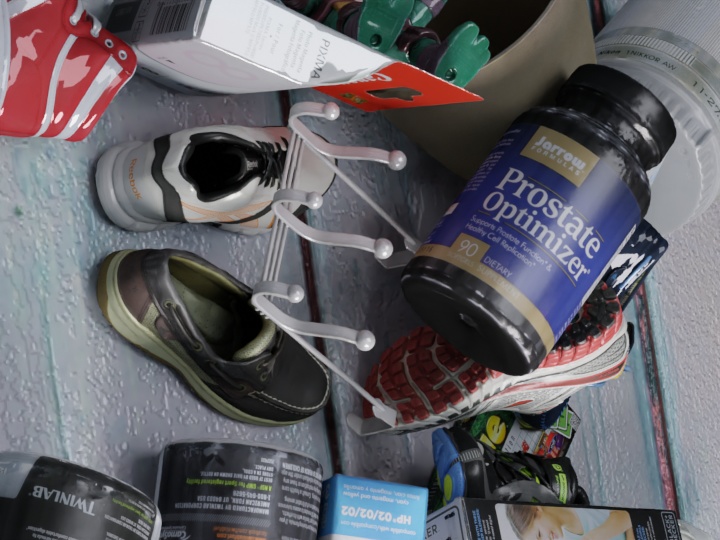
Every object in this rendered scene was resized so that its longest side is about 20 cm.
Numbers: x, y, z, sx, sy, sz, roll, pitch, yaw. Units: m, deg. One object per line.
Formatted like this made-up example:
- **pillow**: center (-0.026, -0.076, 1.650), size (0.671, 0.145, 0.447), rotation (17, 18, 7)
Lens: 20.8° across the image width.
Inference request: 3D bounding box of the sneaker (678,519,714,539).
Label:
- **sneaker**: center (0.239, 0.231, 1.560), size (0.199, 0.099, 0.078), rotation (9, 76, -46)

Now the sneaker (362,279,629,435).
- **sneaker**: center (0.096, 0.077, 1.377), size (0.082, 0.199, 0.078), rotation (59, 18, -46)

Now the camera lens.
- **camera lens**: center (0.252, -0.140, 1.596), size (0.200, 0.160, 0.160), rotation (-48, 117, -40)

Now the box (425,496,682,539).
- **box**: center (0.117, 0.207, 1.355), size (0.199, 0.117, 0.060), rotation (9, 59, -36)

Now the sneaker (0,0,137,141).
- **sneaker**: center (-0.191, -0.176, 1.194), size (0.112, 0.071, 0.201), rotation (12, 82, -41)

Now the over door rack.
- **over door rack**: center (0.000, 0.000, 1.305), size (0.200, 0.066, 0.148), rotation (54, 40, -52)

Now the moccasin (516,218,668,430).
- **moccasin**: center (0.166, 0.046, 1.432), size (0.080, 0.068, 0.201), rotation (-43, 156, -46)

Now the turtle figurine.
- **turtle figurine**: center (-0.001, -0.177, 1.321), size (0.149, 0.200, 0.101), rotation (1, 110, -27)

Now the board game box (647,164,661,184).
- **board game box**: center (0.145, -0.008, 1.475), size (0.034, 0.135, 0.200), rotation (37, 51, 17)

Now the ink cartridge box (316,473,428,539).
- **ink cartridge box**: center (-0.014, 0.242, 1.263), size (0.068, 0.115, 0.201), rotation (11, 71, -18)

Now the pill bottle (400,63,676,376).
- **pill bottle**: center (0.125, -0.038, 1.319), size (0.112, 0.112, 0.200), rotation (47, 70, -31)

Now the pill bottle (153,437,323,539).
- **pill bottle**: center (-0.084, 0.211, 1.215), size (0.106, 0.106, 0.201), rotation (21, 68, -43)

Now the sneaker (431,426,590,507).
- **sneaker**: center (0.107, 0.148, 1.384), size (0.200, 0.082, 0.071), rotation (35, 40, -58)

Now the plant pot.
- **plant pot**: center (0.100, -0.141, 1.439), size (0.200, 0.187, 0.188), rotation (54, 48, -44)

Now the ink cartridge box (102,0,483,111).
- **ink cartridge box**: center (-0.048, -0.123, 1.239), size (0.199, 0.162, 0.057), rotation (27, 79, -27)

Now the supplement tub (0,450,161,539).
- **supplement tub**: center (-0.191, 0.212, 1.088), size (0.122, 0.122, 0.201), rotation (34, 61, -38)

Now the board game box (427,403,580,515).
- **board game box**: center (0.101, 0.159, 1.484), size (0.105, 0.023, 0.200), rotation (48, 52, -28)

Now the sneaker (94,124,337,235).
- **sneaker**: center (-0.077, -0.061, 1.291), size (0.200, 0.080, 0.074), rotation (-12, 90, -49)

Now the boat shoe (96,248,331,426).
- **boat shoe**: center (-0.082, 0.045, 1.274), size (0.201, 0.066, 0.072), rotation (36, 57, -38)
